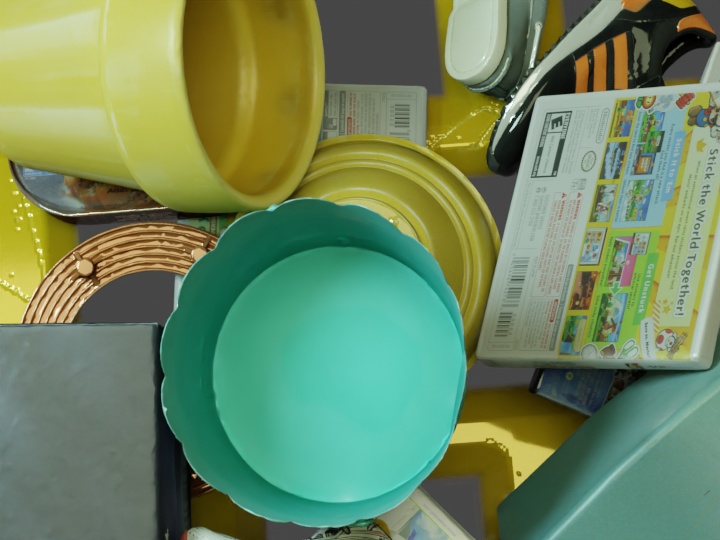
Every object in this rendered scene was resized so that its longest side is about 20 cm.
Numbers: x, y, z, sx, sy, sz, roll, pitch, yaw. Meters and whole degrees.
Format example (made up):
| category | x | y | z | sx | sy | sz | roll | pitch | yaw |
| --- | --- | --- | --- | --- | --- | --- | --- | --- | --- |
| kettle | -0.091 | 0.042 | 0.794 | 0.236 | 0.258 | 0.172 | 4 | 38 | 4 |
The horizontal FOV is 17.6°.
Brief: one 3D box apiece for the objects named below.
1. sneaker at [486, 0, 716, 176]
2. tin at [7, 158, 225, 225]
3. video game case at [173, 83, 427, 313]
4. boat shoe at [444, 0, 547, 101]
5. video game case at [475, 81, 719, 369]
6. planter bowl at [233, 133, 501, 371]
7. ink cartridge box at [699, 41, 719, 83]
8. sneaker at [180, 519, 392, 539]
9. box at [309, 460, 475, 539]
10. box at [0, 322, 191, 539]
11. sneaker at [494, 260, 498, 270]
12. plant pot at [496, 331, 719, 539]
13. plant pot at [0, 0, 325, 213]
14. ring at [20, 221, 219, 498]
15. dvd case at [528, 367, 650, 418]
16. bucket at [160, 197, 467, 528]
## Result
| category | x | y | z | sx | sy | sz | roll | pitch | yaw |
| --- | --- | --- | --- | --- | --- | --- | --- | --- | --- |
| sneaker | 0.178 | -0.132 | 1.695 | 0.090 | 0.070 | 0.200 | 39 | 75 | 12 |
| tin | -0.155 | -0.092 | 1.678 | 0.199 | 0.042 | 0.113 | -3 | 79 | 10 |
| video game case | -0.043 | -0.040 | 1.691 | 0.181 | 0.022 | 0.201 | 1 | 75 | -1 |
| boat shoe | 0.112 | -0.219 | 1.734 | 0.062 | 0.073 | 0.201 | 30 | 62 | -38 |
| video game case | 0.175 | -0.030 | 1.567 | 0.181 | 0.023 | 0.201 | -1 | 66 | 41 |
| planter bowl | 0.000 | 0.000 | 1.594 | 0.199 | 0.083 | 0.202 | 0 | 85 | 3 |
| ink cartridge box | 0.308 | -0.061 | 1.641 | 0.175 | 0.045 | 0.200 | 21 | 46 | 4 |
| sneaker | -0.020 | 0.197 | 1.489 | 0.199 | 0.078 | 0.083 | 16 | 70 | -7 |
| box | -0.016 | 0.241 | 1.566 | 0.101 | 0.113 | 0.200 | 44 | 76 | 10 |
| box | -0.177 | 0.137 | 1.528 | 0.122 | 0.200 | 0.200 | -2 | 86 | 0 |
| sneaker | 0.176 | -0.009 | 1.661 | 0.199 | 0.071 | 0.080 | -31 | 73 | -11 |
| plant pot | 0.209 | 0.151 | 1.531 | 0.141 | 0.141 | 0.200 | 39 | 101 | -8 |
| plant pot | -0.151 | -0.136 | 1.579 | 0.188 | 0.201 | 0.202 | -2 | 73 | 27 |
| ring | -0.146 | 0.064 | 1.644 | 0.199 | 0.019 | 0.202 | 0 | 86 | 0 |
| dvd case | 0.228 | 0.056 | 1.629 | 0.199 | 0.018 | 0.143 | 24 | 80 | -15 |
| bucket | -0.023 | 0.063 | 1.478 | 0.206 | 0.135 | 0.209 | -1 | 84 | 6 |
